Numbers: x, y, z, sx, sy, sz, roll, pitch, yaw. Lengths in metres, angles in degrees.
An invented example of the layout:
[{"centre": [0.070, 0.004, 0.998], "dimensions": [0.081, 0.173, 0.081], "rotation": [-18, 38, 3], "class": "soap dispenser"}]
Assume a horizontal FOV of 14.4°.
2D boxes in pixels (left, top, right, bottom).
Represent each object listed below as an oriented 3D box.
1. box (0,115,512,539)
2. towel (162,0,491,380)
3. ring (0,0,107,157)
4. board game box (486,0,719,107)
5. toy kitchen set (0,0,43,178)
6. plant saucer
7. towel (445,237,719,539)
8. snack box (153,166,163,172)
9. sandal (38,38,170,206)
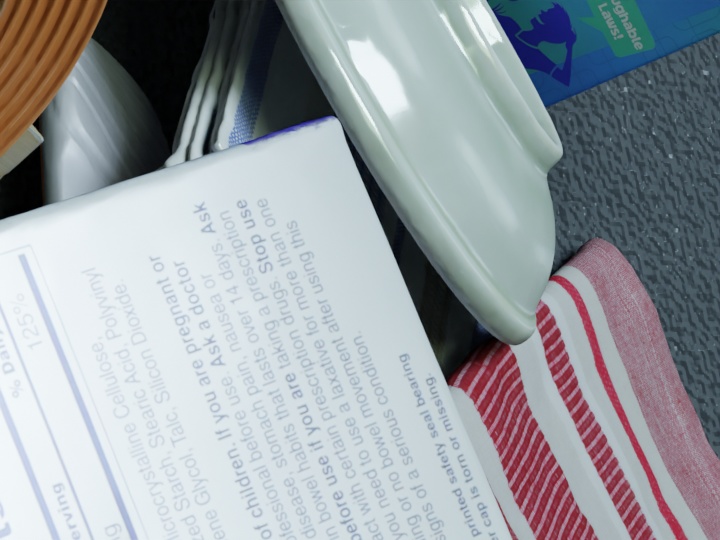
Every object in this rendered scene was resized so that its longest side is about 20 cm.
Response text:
[{"centre": [-0.069, 0.080, 0.749], "dimensions": [0.200, 0.105, 0.184], "rotation": [-19, 85, -41], "class": "box"}, {"centre": [0.000, 0.000, 0.961], "dimensions": [0.200, 0.024, 0.147], "rotation": [56, 26, -29], "class": "towel"}, {"centre": [-0.144, -0.070, 0.731], "dimensions": [0.200, 0.200, 0.019], "rotation": [-1, 37, -42], "class": "ring"}, {"centre": [0.080, -0.147, 1.011], "dimensions": [0.045, 0.200, 0.152], "rotation": [-33, 97, -43], "class": "board game box"}, {"centre": [-0.175, -0.130, 0.811], "dimensions": [0.180, 0.163, 0.200], "rotation": [49, 1, 32], "class": "toy kitchen set"}, {"centre": [0.022, -0.072, 0.960], "dimensions": [0.200, 0.050, 0.200], "rotation": [58, 9, -15], "class": "plant saucer"}, {"centre": [0.089, 0.078, 1.016], "dimensions": [0.144, 0.023, 0.200], "rotation": [62, 26, -5], "class": "towel"}, {"centre": [-0.015, 0.054, 0.953], "dimensions": [0.072, 0.024, 0.200], "rotation": [-22, 91, -77], "class": "snack box"}, {"centre": [-0.092, 0.014, 0.905], "dimensions": [0.079, 0.059, 0.207], "rotation": [43, 29, -40], "class": "sandal"}]
